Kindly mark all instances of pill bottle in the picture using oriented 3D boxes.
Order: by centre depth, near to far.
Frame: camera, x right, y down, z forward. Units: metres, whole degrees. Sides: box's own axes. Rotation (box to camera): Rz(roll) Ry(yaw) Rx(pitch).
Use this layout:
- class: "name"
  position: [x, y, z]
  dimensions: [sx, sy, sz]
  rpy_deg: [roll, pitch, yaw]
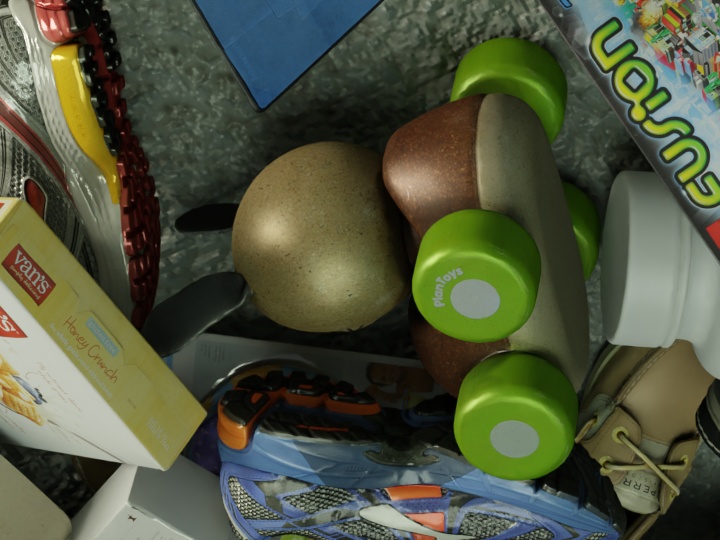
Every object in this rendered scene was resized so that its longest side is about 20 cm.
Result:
- class: "pill bottle"
  position: [0.217, 0.000, 1.241]
  dimensions: [0.198, 0.111, 0.112]
  rpy_deg: [4, 126, -4]

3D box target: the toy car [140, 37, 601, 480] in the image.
- class: "toy car"
  position: [0.000, 0.000, 1.215]
  dimensions: [0.199, 0.165, 0.159]
  rpy_deg: [-6, 126, 16]

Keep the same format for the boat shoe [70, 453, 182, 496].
- class: "boat shoe"
  position: [-0.081, 0.152, 1.347]
  dimensions: [0.200, 0.076, 0.072]
  rpy_deg: [45, 135, -14]

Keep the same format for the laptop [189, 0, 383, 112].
- class: "laptop"
  position: [0.009, -0.200, 1.068]
  dimensions: [0.199, 0.116, 0.188]
  rpy_deg: [-21, 116, 21]

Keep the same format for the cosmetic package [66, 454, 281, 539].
- class: "cosmetic package"
  position: [-0.124, 0.167, 1.289]
  dimensions: [0.082, 0.051, 0.200]
  rpy_deg: [30, 130, -17]

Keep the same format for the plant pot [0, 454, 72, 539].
- class: "plant pot"
  position: [-0.294, 0.150, 1.241]
  dimensions: [0.200, 0.177, 0.199]
  rpy_deg: [43, 136, -13]

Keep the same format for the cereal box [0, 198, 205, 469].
- class: "cereal box"
  position: [-0.179, 0.026, 1.219]
  dimensions: [0.199, 0.040, 0.144]
  rpy_deg: [3, 140, 50]

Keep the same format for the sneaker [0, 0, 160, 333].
- class: "sneaker"
  position: [-0.143, -0.041, 1.233]
  dimensions: [0.082, 0.078, 0.201]
  rpy_deg: [-8, 117, 9]

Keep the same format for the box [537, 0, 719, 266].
- class: "box"
  position: [0.154, -0.106, 1.150]
  dimensions: [0.110, 0.035, 0.201]
  rpy_deg: [-36, 89, 22]

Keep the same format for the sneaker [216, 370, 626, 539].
- class: "sneaker"
  position: [0.026, 0.103, 1.227]
  dimensions: [0.198, 0.075, 0.079]
  rpy_deg: [12, 117, -4]

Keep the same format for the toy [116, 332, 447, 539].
- class: "toy"
  position: [-0.025, 0.096, 1.281]
  dimensions: [0.198, 0.047, 0.116]
  rpy_deg: [6, 93, 7]

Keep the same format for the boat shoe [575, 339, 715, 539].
- class: "boat shoe"
  position: [0.137, 0.099, 1.339]
  dimensions: [0.074, 0.067, 0.201]
  rpy_deg: [20, 123, -16]

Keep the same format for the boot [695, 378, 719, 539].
- class: "boot"
  position: [0.213, 0.128, 1.336]
  dimensions: [0.203, 0.074, 0.154]
  rpy_deg: [15, 130, -39]

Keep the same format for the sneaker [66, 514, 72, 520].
- class: "sneaker"
  position: [-0.153, 0.155, 1.381]
  dimensions: [0.080, 0.071, 0.200]
  rpy_deg: [-34, 128, 14]
